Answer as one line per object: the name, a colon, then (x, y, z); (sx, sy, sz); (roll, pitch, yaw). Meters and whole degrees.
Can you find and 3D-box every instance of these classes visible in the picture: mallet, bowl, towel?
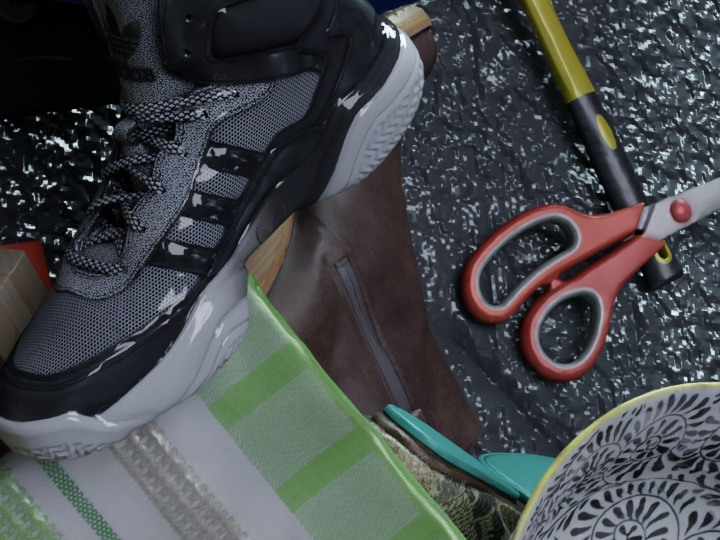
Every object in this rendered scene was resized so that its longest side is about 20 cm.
mallet: (0.105, -0.089, 1.022); (0.066, 0.041, 0.200); (-31, 91, -31)
bowl: (0.114, 0.148, 0.825); (0.200, 0.094, 0.202); (6, 76, -26)
towel: (-0.071, 0.117, 0.765); (0.200, 0.031, 0.149); (-40, 102, -2)

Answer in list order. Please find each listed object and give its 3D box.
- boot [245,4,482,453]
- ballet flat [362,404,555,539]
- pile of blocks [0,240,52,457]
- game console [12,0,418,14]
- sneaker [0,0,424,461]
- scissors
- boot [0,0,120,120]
boot: (0.000, 0.000, 0.919); (0.200, 0.072, 0.167); (-45, 108, -37)
ballet flat: (0.047, 0.104, 0.876); (0.068, 0.075, 0.200); (36, 10, 36)
pile of blocks: (-0.091, 0.054, 0.826); (0.200, 0.082, 0.062); (46, 53, -23)
game console: (-0.087, -0.158, 0.831); (0.199, 0.171, 0.119); (4, 85, -27)
sneaker: (-0.069, -0.040, 0.729); (0.200, 0.075, 0.114); (-49, 130, -20)
scissors: (0.130, -0.027, 0.995); (0.200, 0.014, 0.073); (-39, 92, -21)
boot: (-0.152, -0.061, 0.852); (0.200, 0.066, 0.165); (-14, 79, -37)
